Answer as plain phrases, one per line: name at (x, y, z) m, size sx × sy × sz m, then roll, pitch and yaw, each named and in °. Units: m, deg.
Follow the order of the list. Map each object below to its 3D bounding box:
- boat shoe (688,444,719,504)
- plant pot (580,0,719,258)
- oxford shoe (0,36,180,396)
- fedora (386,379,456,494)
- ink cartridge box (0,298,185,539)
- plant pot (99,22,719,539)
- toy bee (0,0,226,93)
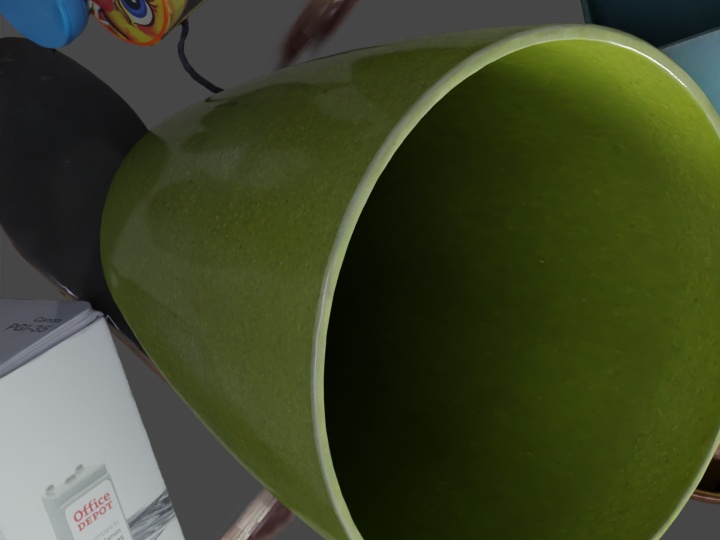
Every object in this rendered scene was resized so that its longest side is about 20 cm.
boat shoe at (0.080, 0.034, 0.858) m, size 0.199 × 0.068 × 0.072 m, roll 28°, pitch 108°, yaw -5°
plant pot at (0.180, -0.026, 0.797) m, size 0.140 × 0.142 × 0.201 m, roll -17°, pitch 109°, yaw 9°
oxford shoe at (-0.096, -0.007, 0.862) m, size 0.071 × 0.071 × 0.200 m, roll -38°, pitch 86°, yaw -12°
fedora at (0.052, 0.129, 0.846) m, size 0.091 × 0.201 × 0.203 m, roll -10°, pitch 108°, yaw -14°
ink cartridge box at (-0.142, 0.120, 0.860) m, size 0.146 × 0.083 × 0.202 m, roll 0°, pitch 114°, yaw 46°
plant pot at (0.000, 0.000, 0.727) m, size 0.186 × 0.199 × 0.189 m, roll -10°, pitch 107°, yaw -36°
toy bee at (-0.089, -0.131, 0.796) m, size 0.199 × 0.109 × 0.132 m, roll 28°, pitch 64°, yaw -15°
